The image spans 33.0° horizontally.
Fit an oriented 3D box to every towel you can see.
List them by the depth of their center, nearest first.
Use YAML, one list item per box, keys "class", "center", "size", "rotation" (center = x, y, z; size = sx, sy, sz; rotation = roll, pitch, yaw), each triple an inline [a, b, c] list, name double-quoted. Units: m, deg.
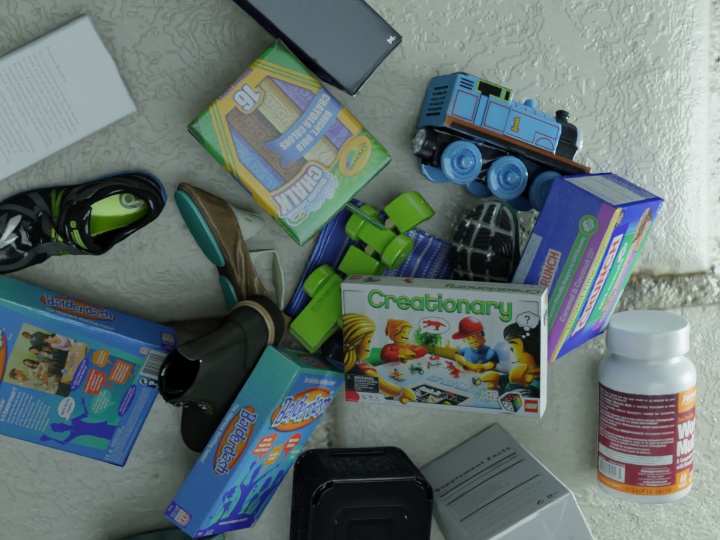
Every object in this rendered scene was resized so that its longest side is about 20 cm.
- class: "towel"
  center: [0.034, 0.019, 1.313]
  size: [0.200, 0.024, 0.145]
  rotation: [23, 97, -19]

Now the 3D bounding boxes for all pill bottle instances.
- class: "pill bottle"
  center: [0.323, 0.153, 1.379]
  size: [0.109, 0.110, 0.200]
  rotation: [-5, 105, -14]

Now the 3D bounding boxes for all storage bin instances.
- class: "storage bin"
  center: [-0.003, 0.304, 1.335]
  size: [0.135, 0.094, 0.200]
  rotation: [0, 102, -16]

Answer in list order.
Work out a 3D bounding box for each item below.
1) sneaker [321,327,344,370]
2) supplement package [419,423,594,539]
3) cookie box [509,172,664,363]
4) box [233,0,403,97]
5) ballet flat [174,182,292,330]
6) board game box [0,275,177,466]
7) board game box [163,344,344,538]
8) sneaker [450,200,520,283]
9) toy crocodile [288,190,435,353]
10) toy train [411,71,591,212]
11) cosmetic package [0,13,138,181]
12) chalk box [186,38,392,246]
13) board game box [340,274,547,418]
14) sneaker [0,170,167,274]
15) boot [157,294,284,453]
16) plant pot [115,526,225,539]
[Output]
- class: "sneaker"
  center: [0.057, 0.094, 1.286]
  size: [0.200, 0.075, 0.079]
  rotation: [5, 143, 5]
- class: "supplement package"
  center: [0.158, 0.274, 1.314]
  size: [0.120, 0.200, 0.121]
  rotation: [-29, 109, -7]
- class: "cookie box"
  center: [0.227, -0.008, 1.256]
  size: [0.075, 0.200, 0.171]
  rotation: [28, 108, 22]
- class: "box"
  center: [-0.070, -0.263, 1.154]
  size: [0.200, 0.141, 0.079]
  rotation: [40, 90, -20]
- class: "ballet flat"
  center: [-0.121, -0.013, 1.244]
  size: [0.072, 0.068, 0.200]
  rotation: [-31, 111, -20]
- class: "board game box"
  center: [-0.301, 0.100, 1.200]
  size: [0.200, 0.045, 0.152]
  rotation: [20, 114, -21]
- class: "board game box"
  center: [-0.103, 0.175, 1.250]
  size: [0.045, 0.152, 0.200]
  rotation: [33, 94, 19]
- class: "sneaker"
  center: [0.147, 0.006, 1.303]
  size: [0.080, 0.077, 0.200]
  rotation: [-36, 136, -35]
- class: "toy crocodile"
  center: [0.000, 0.000, 1.260]
  size: [0.067, 0.062, 0.200]
  rotation: [38, 97, 17]
- class: "toy train"
  center: [0.150, -0.131, 1.277]
  size: [0.200, 0.087, 0.114]
  rotation: [17, 90, -20]
- class: "cosmetic package"
  center: [-0.323, -0.153, 1.148]
  size: [0.200, 0.071, 0.102]
  rotation: [-28, 109, -7]
- class: "chalk box"
  center: [-0.054, -0.103, 1.181]
  size: [0.124, 0.124, 0.200]
  rotation: [-43, 93, -2]
- class: "board game box"
  center: [0.081, 0.073, 1.189]
  size: [0.200, 0.035, 0.127]
  rotation: [3, 108, 17]
- class: "sneaker"
  center: [-0.285, -0.047, 1.177]
  size: [0.199, 0.083, 0.071]
  rotation: [-18, 108, -7]
- class: "boot"
  center: [-0.165, 0.121, 1.199]
  size: [0.077, 0.138, 0.200]
  rotation: [34, 122, 18]
- class: "plant pot"
  center: [-0.196, 0.369, 1.256]
  size: [0.200, 0.200, 0.188]
  rotation: [-8, 90, -13]
